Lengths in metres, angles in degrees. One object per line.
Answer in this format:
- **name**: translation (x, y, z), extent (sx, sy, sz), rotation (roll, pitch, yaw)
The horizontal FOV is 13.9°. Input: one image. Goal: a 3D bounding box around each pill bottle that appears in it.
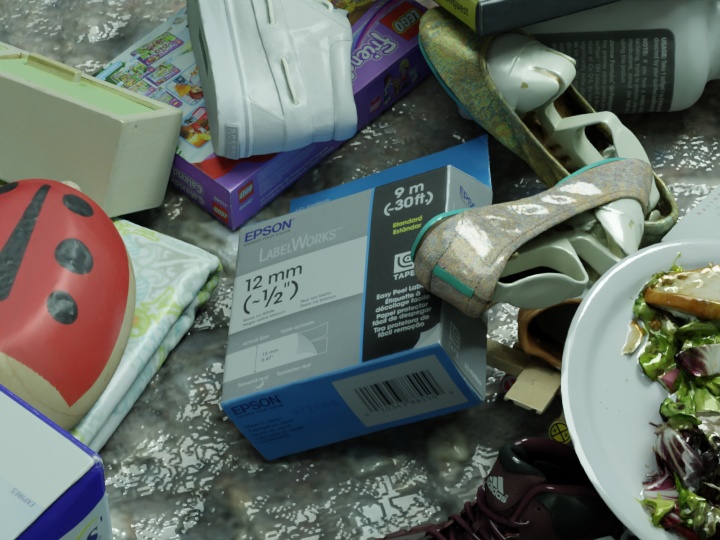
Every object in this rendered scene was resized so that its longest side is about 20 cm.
- **pill bottle**: translation (0.157, -0.153, 1.847), extent (0.199, 0.111, 0.111), rotation (-2, 50, 0)

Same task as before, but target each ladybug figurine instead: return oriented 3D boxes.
- **ladybug figurine**: translation (-0.199, 0.019, 1.682), extent (0.135, 0.072, 0.200), rotation (10, 51, 7)

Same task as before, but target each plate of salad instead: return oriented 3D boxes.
- **plate of salad**: translation (0.203, 0.070, 1.569), extent (0.199, 0.048, 0.201), rotation (9, 63, -18)

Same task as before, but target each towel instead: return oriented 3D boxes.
- **towel**: translation (-0.202, 0.036, 1.745), extent (0.171, 0.048, 0.200), rotation (23, 55, 16)

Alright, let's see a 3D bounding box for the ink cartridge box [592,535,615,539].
- **ink cartridge box**: translation (0.064, 0.238, 1.541), extent (0.199, 0.083, 0.147), rotation (-13, 50, -8)

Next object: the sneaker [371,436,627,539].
- **sneaker**: translation (0.055, 0.139, 1.603), extent (0.199, 0.116, 0.076), rotation (-16, 51, -12)

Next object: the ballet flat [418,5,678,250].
- **ballet flat**: translation (0.118, -0.090, 1.763), extent (0.200, 0.071, 0.071), rotation (50, 61, -7)

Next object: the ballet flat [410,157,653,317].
- **ballet flat**: translation (0.113, -0.011, 1.661), extent (0.200, 0.068, 0.067), rotation (-20, 49, -41)

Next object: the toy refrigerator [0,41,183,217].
- **toy refrigerator**: translation (-0.215, -0.100, 1.815), extent (0.199, 0.070, 0.076), rotation (21, 16, 23)

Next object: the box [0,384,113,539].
- **box**: translation (-0.223, 0.143, 1.554), extent (0.184, 0.200, 0.105), rotation (33, 57, 26)

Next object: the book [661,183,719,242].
- **book**: translation (0.292, -0.017, 1.716), extent (0.133, 0.048, 0.200), rotation (-37, 35, -29)

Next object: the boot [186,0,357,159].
- **boot**: translation (-0.055, -0.155, 1.839), extent (0.095, 0.074, 0.201), rotation (-5, 58, -10)

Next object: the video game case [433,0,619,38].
- **video game case**: translation (0.115, -0.209, 1.810), extent (0.199, 0.026, 0.181), rotation (-17, 33, -22)

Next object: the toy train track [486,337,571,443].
- **toy train track**: translation (0.142, 0.087, 1.696), extent (0.199, 0.033, 0.115), rotation (22, 23, 11)

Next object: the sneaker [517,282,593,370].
- **sneaker**: translation (0.182, 0.054, 1.677), extent (0.199, 0.073, 0.085), rotation (13, 23, 16)

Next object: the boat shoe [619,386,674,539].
- **boat shoe**: translation (0.169, 0.148, 1.591), extent (0.067, 0.073, 0.201), rotation (18, 61, -34)

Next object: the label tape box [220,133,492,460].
- **label tape box**: translation (0.000, 0.000, 1.721), extent (0.143, 0.066, 0.201), rotation (-17, 48, 23)

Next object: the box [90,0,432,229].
- **box**: translation (-0.060, -0.126, 1.878), extent (0.137, 0.039, 0.200), rotation (35, 59, 28)
